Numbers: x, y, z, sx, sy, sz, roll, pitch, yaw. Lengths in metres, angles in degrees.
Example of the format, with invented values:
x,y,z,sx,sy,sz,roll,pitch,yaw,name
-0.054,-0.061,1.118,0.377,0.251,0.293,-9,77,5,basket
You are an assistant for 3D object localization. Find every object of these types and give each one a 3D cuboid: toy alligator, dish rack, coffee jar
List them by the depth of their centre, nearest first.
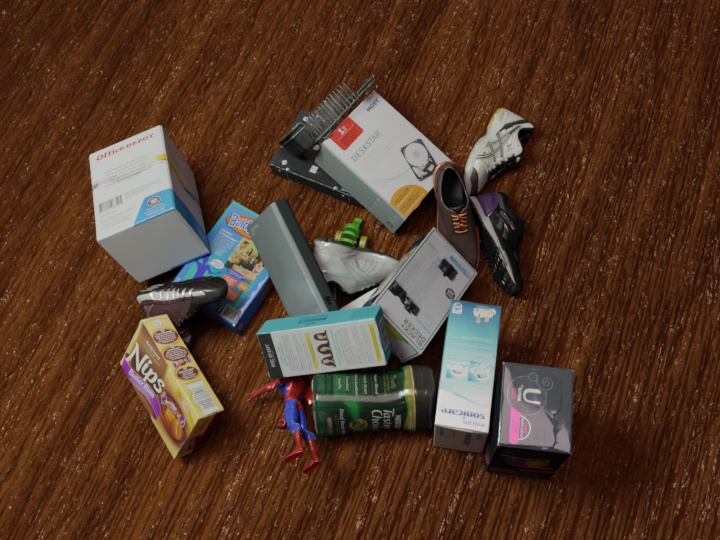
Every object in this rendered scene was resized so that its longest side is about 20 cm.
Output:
x,y,z,sx,sy,sz,roll,pitch,yaw,name
0.023,0.207,1.190,0.197,0.105,0.086,-4,39,0,coffee jar
-0.031,-0.015,1.328,0.058,0.054,0.202,14,67,11,toy alligator
-0.057,-0.288,1.360,0.200,0.153,0.055,-46,103,-8,dish rack

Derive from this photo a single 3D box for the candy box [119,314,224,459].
x,y,z,sx,sy,sz,roll,pitch,yaw,name
-0.310,0.187,1.221,0.056,0.117,0.201,-12,57,-48,candy box

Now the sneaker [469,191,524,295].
x,y,z,sx,sy,sz,roll,pitch,yaw,name
0.260,-0.057,1.317,0.086,0.076,0.202,-15,65,-9,sneaker

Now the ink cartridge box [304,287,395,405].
x,y,z,sx,sy,sz,roll,pitch,yaw,name
-0.027,0.127,1.265,0.198,0.051,0.110,-29,68,-10,ink cartridge box

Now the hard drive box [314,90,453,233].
x,y,z,sx,sy,sz,roll,pitch,yaw,name
0.042,-0.196,1.357,0.199,0.077,0.156,41,69,0,hard drive box

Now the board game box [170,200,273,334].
x,y,z,sx,sy,sz,roll,pitch,yaw,name
-0.223,-0.008,1.345,0.151,0.045,0.201,29,71,17,board game box

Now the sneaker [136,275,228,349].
x,y,z,sx,sy,sz,roll,pitch,yaw,name
-0.288,0.077,1.270,0.198,0.075,0.117,-5,104,36,sneaker

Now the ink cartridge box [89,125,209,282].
x,y,z,sx,sy,sz,roll,pitch,yaw,name
-0.374,-0.119,1.327,0.145,0.147,0.202,-21,56,4,ink cartridge box

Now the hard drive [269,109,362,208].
x,y,z,sx,sy,sz,roll,pitch,yaw,name
-0.056,-0.215,1.431,0.198,0.038,0.141,21,69,14,hard drive

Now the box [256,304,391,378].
x,y,z,sx,sy,sz,roll,pitch,yaw,name
-0.057,0.113,1.173,0.197,0.083,0.049,-8,20,17,box

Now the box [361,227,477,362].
x,y,z,sx,sy,sz,roll,pitch,yaw,name
0.097,0.039,1.240,0.117,0.060,0.200,46,57,-6,box

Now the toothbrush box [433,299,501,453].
x,y,z,sx,sy,sz,roll,pitch,yaw,name
0.168,0.169,1.179,0.084,0.147,0.203,6,67,8,toothbrush box

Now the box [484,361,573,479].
x,y,z,sx,sy,sz,roll,pitch,yaw,name
0.247,0.228,1.116,0.104,0.201,0.124,6,65,6,box

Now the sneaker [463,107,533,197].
x,y,z,sx,sy,sz,roll,pitch,yaw,name
0.257,-0.213,1.385,0.087,0.076,0.201,25,70,15,sneaker

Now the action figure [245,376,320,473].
x,y,z,sx,sy,sz,roll,pitch,yaw,name
-0.126,0.239,1.200,0.098,0.065,0.201,-34,38,17,action figure

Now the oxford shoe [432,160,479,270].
x,y,z,sx,sy,sz,roll,pitch,yaw,name
0.164,-0.087,1.298,0.070,0.073,0.203,-15,99,5,oxford shoe

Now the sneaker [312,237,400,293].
x,y,z,sx,sy,sz,roll,pitch,yaw,name
0.000,0.000,1.288,0.198,0.070,0.082,12,95,-28,sneaker

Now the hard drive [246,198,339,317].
x,y,z,sx,sy,sz,roll,pitch,yaw,name
-0.115,-0.006,1.250,0.033,0.139,0.202,-25,88,-30,hard drive
